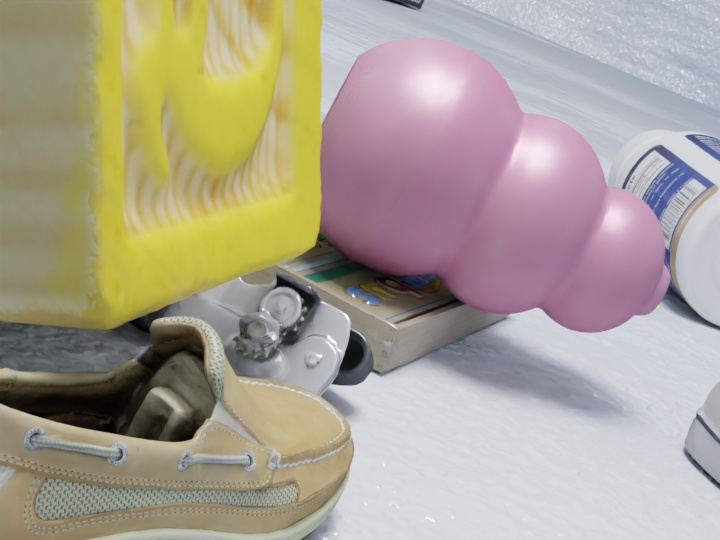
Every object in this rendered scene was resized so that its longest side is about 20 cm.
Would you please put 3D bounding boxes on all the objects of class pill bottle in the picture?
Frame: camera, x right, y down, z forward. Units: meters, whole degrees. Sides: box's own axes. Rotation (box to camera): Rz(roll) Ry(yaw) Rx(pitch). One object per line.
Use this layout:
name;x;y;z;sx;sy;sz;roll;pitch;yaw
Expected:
pill bottle;0.260;-0.041;1.135;0.110;0.112;0.200;16;17;-16

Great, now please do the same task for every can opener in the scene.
can opener;-0.089;0.007;0.662;0.199;0.053;0.067;28;-17;17

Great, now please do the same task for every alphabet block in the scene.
alphabet block;-0.136;-0.095;0.542;0.198;0.198;0.195;3;11;18

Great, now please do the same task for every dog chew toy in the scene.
dog chew toy;0.070;-0.035;0.776;0.199;0.125;0.125;29;15;-5

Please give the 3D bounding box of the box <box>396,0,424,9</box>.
box;-0.023;-0.483;2.344;0.199;0.050;0.198;7;22;-43

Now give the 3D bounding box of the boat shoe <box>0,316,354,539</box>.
boat shoe;-0.058;0.052;0.476;0.071;0.077;0.200;29;17;25

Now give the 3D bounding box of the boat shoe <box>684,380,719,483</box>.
boat shoe;0.233;0.103;0.705;0.072;0.066;0.200;14;17;-25

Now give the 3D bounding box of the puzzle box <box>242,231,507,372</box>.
puzzle box;0.000;0.000;0.819;0.132;0.026;0.200;27;17;18

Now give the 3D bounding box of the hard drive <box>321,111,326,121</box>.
hard drive;-0.077;-0.095;1.034;0.131;0.026;0.200;19;16;-10
